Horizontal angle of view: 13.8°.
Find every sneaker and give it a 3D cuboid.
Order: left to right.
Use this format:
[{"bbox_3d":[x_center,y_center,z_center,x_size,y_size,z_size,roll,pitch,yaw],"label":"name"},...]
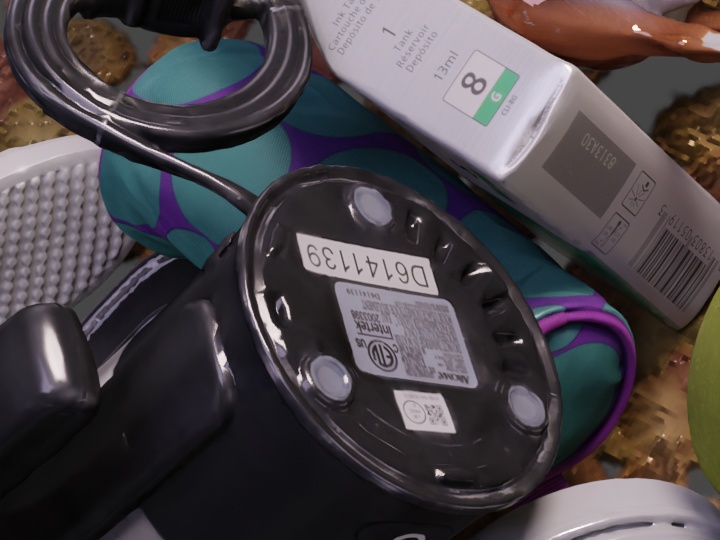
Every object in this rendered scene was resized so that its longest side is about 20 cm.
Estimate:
[{"bbox_3d":[-0.177,-0.005,1.121,0.200,0.074,0.082,-28,41,-2],"label":"sneaker"}]

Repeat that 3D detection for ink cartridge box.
[{"bbox_3d":[0.020,-0.066,1.007,0.200,0.161,0.050,32,89,32],"label":"ink cartridge box"}]

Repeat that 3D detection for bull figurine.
[{"bbox_3d":[0.096,-0.102,1.010,0.121,0.200,0.065,6,104,11],"label":"bull figurine"}]

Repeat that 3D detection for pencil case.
[{"bbox_3d":[0.000,0.000,1.015,0.085,0.093,0.200,-26,47,-29],"label":"pencil case"}]

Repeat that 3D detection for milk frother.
[{"bbox_3d":[-0.065,0.023,0.925,0.188,0.180,0.200,-41,36,37],"label":"milk frother"}]

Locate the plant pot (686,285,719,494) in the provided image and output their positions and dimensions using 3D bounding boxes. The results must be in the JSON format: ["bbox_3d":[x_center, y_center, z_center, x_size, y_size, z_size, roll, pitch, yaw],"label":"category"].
[{"bbox_3d":[0.195,0.051,0.838,0.200,0.187,0.187,17,73,49],"label":"plant pot"}]

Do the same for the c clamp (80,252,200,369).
[{"bbox_3d":[-0.065,0.073,1.064,0.200,0.027,0.171,33,77,34],"label":"c clamp"}]

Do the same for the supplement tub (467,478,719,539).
[{"bbox_3d":[0.098,0.171,0.859,0.145,0.145,0.200,-35,44,5],"label":"supplement tub"}]
